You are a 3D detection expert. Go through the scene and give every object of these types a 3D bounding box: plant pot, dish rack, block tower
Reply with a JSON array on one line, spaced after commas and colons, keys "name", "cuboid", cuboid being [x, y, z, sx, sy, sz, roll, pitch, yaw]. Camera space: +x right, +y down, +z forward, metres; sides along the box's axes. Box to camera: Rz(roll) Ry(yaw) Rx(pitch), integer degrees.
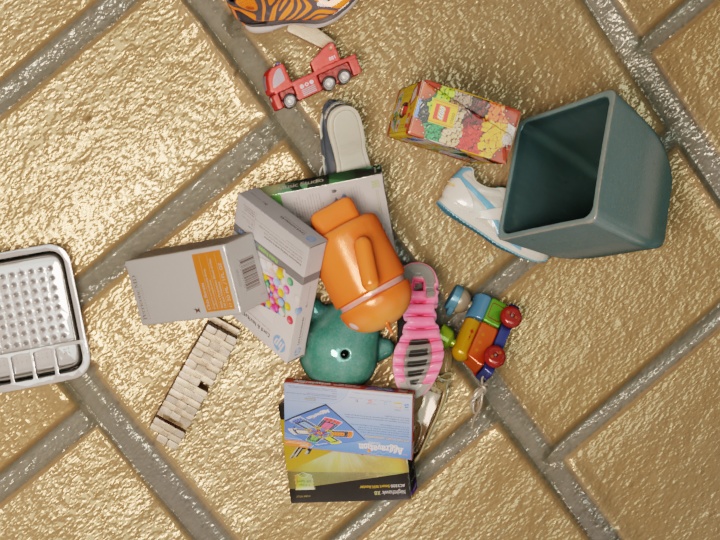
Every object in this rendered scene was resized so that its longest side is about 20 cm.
[{"name": "plant pot", "cuboid": [0.352, -0.116, 1.438, 0.198, 0.195, 0.200, 22, 72, -31]}, {"name": "dish rack", "cuboid": [-0.496, 0.069, 1.442, 0.168, 0.044, 0.204, -10, 98, -5]}, {"name": "block tower", "cuboid": [-0.253, 0.168, 1.478, 0.053, 0.058, 0.202, 29, 91, -10]}]

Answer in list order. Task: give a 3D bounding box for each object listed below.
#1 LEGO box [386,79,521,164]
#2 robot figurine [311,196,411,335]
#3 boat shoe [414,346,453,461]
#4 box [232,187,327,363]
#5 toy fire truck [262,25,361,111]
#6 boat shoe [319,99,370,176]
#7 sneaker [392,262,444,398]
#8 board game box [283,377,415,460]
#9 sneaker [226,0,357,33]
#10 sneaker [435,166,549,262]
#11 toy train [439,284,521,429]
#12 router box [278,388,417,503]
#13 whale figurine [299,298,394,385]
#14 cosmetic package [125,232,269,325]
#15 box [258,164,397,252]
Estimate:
[{"name": "LEGO box", "cuboid": [0.130, -0.211, 1.407, 0.146, 0.200, 0.079, 16, 94, -8]}, {"name": "robot figurine", "cuboid": [0.000, 0.000, 1.373, 0.116, 0.143, 0.203, -26, 87, -43]}, {"name": "boat shoe", "cuboid": [0.103, 0.202, 1.522, 0.072, 0.063, 0.204, 12, 95, -8]}, {"name": "box", "cuboid": [-0.127, 0.007, 1.395, 0.041, 0.155, 0.203, -23, 138, -40]}, {"name": "toy fire truck", "cuboid": [-0.065, -0.338, 1.444, 0.197, 0.049, 0.143, -24, 99, -3]}, {"name": "boat shoe", "cuboid": [-0.026, -0.157, 1.460, 0.074, 0.062, 0.203, -21, 120, -15]}, {"name": "sneaker", "cuboid": [0.084, 0.095, 1.479, 0.077, 0.095, 0.204, 5, 76, -4]}, {"name": "board game box", "cuboid": [-0.017, 0.219, 1.438, 0.196, 0.019, 0.105, 4, 105, 13]}, {"name": "sneaker", "cuboid": [-0.100, -0.396, 1.369, 0.196, 0.112, 0.079, -13, 72, 15]}, {"name": "sneaker", "cuboid": [0.216, -0.081, 1.498, 0.198, 0.076, 0.082, 33, 90, -12]}, {"name": "toy train", "cuboid": [0.159, 0.125, 1.485, 0.114, 0.085, 0.202, 26, 67, 2]}, {"name": "router box", "cuboid": [-0.019, 0.270, 1.489, 0.196, 0.052, 0.161, -6, 98, 15]}, {"name": "whale figurine", "cuboid": [-0.013, 0.087, 1.474, 0.157, 0.104, 0.202, 30, 89, -9]}, {"name": "cosmetic package", "cuboid": [-0.237, 0.014, 1.399, 0.197, 0.071, 0.103, -9, 101, 34]}, {"name": "box", "cuboid": [-0.052, -0.069, 1.447, 0.196, 0.037, 0.147, -11, 120, 1]}]
